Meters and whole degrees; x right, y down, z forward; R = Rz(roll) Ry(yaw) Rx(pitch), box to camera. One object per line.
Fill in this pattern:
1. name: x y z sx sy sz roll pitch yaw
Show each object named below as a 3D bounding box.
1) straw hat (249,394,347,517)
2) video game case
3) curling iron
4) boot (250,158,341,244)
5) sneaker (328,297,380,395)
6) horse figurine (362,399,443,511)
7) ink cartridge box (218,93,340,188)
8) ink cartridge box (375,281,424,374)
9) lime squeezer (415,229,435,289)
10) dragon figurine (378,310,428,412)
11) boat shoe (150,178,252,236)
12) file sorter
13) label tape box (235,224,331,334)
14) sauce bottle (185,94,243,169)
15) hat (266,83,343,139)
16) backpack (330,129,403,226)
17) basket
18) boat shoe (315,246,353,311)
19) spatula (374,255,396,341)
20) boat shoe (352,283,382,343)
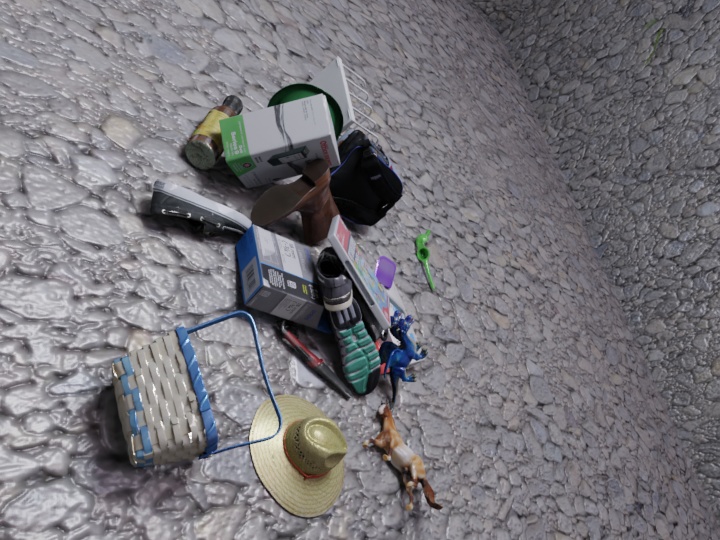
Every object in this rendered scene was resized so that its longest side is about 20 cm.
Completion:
1. straw hat: -0.071 0.274 0.916 0.199 0.084 0.205 32 41 -32
2. video game case: 0.000 0.000 1.100 0.203 0.017 0.143 59 11 -15
3. curling iron: -0.079 0.158 1.052 0.201 0.025 0.050 49 32 -13
4. boot: -0.117 -0.099 1.138 0.185 0.201 0.064 -37 66 -15
5. sneaker: -0.015 0.132 1.102 0.087 0.073 0.205 -144 -141 -69
6. horse figurine: 0.075 0.347 1.063 0.201 0.050 0.132 52 17 6
7. ink cartridge box: -0.144 -0.236 1.084 0.146 0.194 0.086 64 12 -77
8. ink cartridge box: 0.039 0.112 1.220 0.174 0.044 0.204 -2 65 -52
9. lime squeezer: 0.167 -0.047 1.526 0.071 0.037 0.204 67 18 -47
10. dragon figurine: 0.066 0.174 1.129 0.097 0.204 0.059 19 15 -25
11. boat shoe: -0.269 -0.092 0.989 0.198 0.068 0.058 24 80 -48
12. file sorter: -0.047 -0.377 1.421 0.123 0.137 0.205 21 48 -44
13. label tape box: -0.121 0.018 1.055 0.197 0.063 0.146 23 36 -39
14. sauce bottle: -0.273 -0.272 1.119 0.064 0.064 0.202 40 36 -22
15. hat: -0.123 -0.269 1.195 0.197 0.166 0.179 23 38 -27
16. backpack: -0.004 -0.200 1.307 0.189 0.199 0.156 36 29 -35
17. basket: -0.214 0.156 0.766 0.195 0.140 0.180 -13 70 -22
18. boat shoe: -0.048 -0.005 1.067 0.201 0.071 0.064 -102 -178 -61
19. spatula: 0.051 0.057 1.219 0.056 0.020 0.204 33 43 -32
20. boat shoe: -0.002 0.046 1.166 0.063 0.075 0.205 -18 67 -23
